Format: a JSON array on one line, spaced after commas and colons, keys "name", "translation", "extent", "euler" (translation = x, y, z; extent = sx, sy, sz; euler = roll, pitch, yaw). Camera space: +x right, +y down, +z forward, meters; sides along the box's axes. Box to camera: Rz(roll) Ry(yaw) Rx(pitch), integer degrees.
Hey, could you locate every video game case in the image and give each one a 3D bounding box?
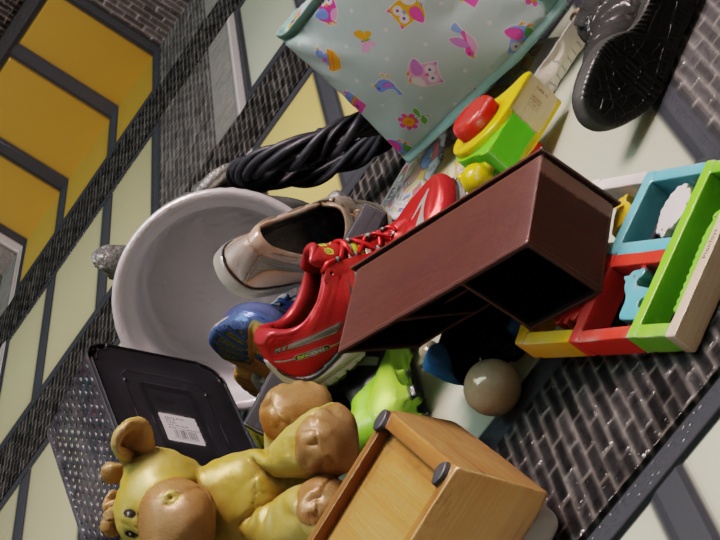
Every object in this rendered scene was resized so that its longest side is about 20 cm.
[{"name": "video game case", "translation": [-0.030, 0.060, 1.594], "extent": [0.200, 0.025, 0.181], "euler": [-62, -10, -12]}, {"name": "video game case", "translation": [0.095, -0.116, 1.690], "extent": [0.182, 0.023, 0.200], "euler": [-60, 17, -6]}]

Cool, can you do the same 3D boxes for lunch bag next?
[{"name": "lunch bag", "translation": [0.057, -0.219, 1.638], "extent": [0.200, 0.170, 0.122], "euler": [-42, 8, 42]}]

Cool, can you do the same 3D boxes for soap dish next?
[{"name": "soap dish", "translation": [0.033, 0.176, 1.250], "extent": [0.157, 0.081, 0.200], "euler": [-58, 16, 0]}]

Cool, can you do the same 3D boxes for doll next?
[{"name": "doll", "translation": [0.097, 0.024, 1.390], "extent": [0.136, 0.048, 0.200], "euler": [-34, 28, 32]}]

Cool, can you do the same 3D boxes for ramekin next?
[{"name": "ramekin", "translation": [-0.121, 0.018, 1.773], "extent": [0.201, 0.200, 0.098], "euler": [-56, 9, 7]}]

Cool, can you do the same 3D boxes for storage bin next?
[{"name": "storage bin", "translation": [-0.167, 0.162, 1.638], "extent": [0.094, 0.135, 0.200], "euler": [-61, 35, 23]}]

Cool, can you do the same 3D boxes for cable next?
[{"name": "cable", "translation": [-0.034, -0.107, 1.787], "extent": [0.200, 0.051, 0.163], "euler": [-20, 2, 17]}]

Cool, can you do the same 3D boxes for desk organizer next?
[{"name": "desk organizer", "translation": [0.075, 0.005, 1.308], "extent": [0.200, 0.072, 0.077], "euler": [-32, 35, 44]}]

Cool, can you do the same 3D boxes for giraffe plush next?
[{"name": "giraffe plush", "translation": [-0.102, 0.167, 1.415], "extent": [0.200, 0.162, 0.173], "euler": [161, 108, -71]}]

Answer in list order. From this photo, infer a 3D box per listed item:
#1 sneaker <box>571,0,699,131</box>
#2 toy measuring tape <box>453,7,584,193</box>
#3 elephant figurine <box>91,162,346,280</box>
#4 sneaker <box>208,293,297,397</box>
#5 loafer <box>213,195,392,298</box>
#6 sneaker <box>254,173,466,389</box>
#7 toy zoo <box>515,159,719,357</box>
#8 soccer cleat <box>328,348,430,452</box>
[{"name": "sneaker", "translation": [0.195, -0.175, 1.459], "extent": [0.200, 0.060, 0.104], "euler": [-59, 17, -21]}, {"name": "toy measuring tape", "translation": [0.125, -0.130, 1.569], "extent": [0.074, 0.074, 0.200], "euler": [-32, 21, 55]}, {"name": "elephant figurine", "translation": [-0.133, -0.037, 1.883], "extent": [0.142, 0.200, 0.155], "euler": [-50, 18, 26]}, {"name": "sneaker", "translation": [-0.072, 0.049, 1.640], "extent": [0.088, 0.075, 0.200], "euler": [-60, -9, -14]}, {"name": "loafer", "translation": [-0.034, -0.026, 1.654], "extent": [0.200, 0.072, 0.063], "euler": [-19, -20, -46]}, {"name": "sneaker", "translation": [0.000, 0.000, 1.456], "extent": [0.200, 0.085, 0.077], "euler": [-49, 19, -3]}, {"name": "toy zoo", "translation": [0.169, -0.006, 1.255], "extent": [0.200, 0.020, 0.131], "euler": [-8, 51, 60]}, {"name": "soccer cleat", "translation": [0.004, 0.077, 1.508], "extent": [0.081, 0.068, 0.200], "euler": [-24, 25, 8]}]
